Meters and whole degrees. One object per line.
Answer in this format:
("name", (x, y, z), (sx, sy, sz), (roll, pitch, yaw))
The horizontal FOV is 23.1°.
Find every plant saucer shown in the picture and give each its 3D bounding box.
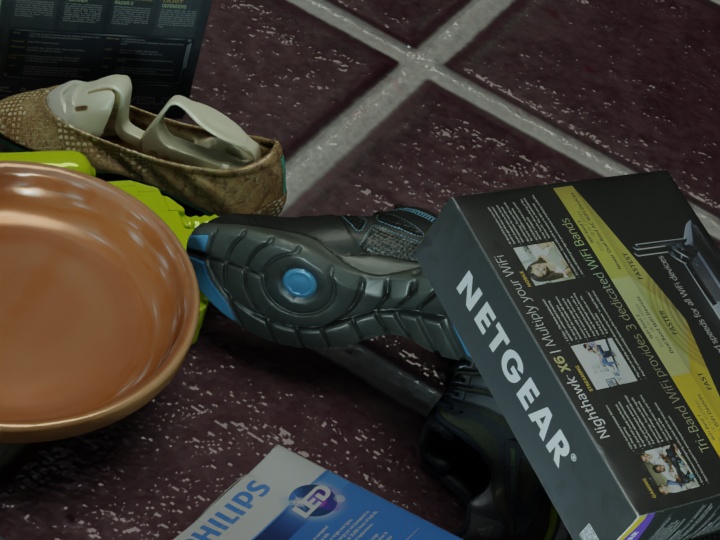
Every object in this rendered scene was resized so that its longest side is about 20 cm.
("plant saucer", (-0.187, 0.019, 0.941), (0.200, 0.038, 0.200), (8, 43, -7))

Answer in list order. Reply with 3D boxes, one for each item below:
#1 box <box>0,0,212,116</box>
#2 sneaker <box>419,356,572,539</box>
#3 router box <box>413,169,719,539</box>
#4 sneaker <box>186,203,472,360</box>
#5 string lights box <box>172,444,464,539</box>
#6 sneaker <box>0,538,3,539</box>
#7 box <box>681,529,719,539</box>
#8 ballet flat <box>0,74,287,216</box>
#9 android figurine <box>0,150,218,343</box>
("box", (-0.196, -0.178, 1.122), (0.200, 0.158, 0.051), (0, 44, -20))
("sneaker", (0.070, 0.076, 1.010), (0.081, 0.074, 0.200), (-1, 42, -19))
("router box", (0.142, 0.044, 0.920), (0.157, 0.052, 0.200), (-7, 56, -34))
("sneaker", (0.000, 0.000, 1.016), (0.200, 0.073, 0.082), (11, 38, 2))
("string lights box", (0.010, 0.171, 0.858), (0.200, 0.059, 0.103), (25, 38, 23))
("sneaker", (-0.113, 0.181, 0.791), (0.200, 0.074, 0.081), (41, 21, -11))
("box", (0.205, 0.144, 0.938), (0.193, 0.048, 0.200), (14, 47, -23))
("ballet flat", (-0.138, -0.089, 1.114), (0.200, 0.065, 0.071), (17, 33, -3))
("android figurine", (-0.168, -0.003, 1.027), (0.200, 0.041, 0.182), (-3, 45, -23))
